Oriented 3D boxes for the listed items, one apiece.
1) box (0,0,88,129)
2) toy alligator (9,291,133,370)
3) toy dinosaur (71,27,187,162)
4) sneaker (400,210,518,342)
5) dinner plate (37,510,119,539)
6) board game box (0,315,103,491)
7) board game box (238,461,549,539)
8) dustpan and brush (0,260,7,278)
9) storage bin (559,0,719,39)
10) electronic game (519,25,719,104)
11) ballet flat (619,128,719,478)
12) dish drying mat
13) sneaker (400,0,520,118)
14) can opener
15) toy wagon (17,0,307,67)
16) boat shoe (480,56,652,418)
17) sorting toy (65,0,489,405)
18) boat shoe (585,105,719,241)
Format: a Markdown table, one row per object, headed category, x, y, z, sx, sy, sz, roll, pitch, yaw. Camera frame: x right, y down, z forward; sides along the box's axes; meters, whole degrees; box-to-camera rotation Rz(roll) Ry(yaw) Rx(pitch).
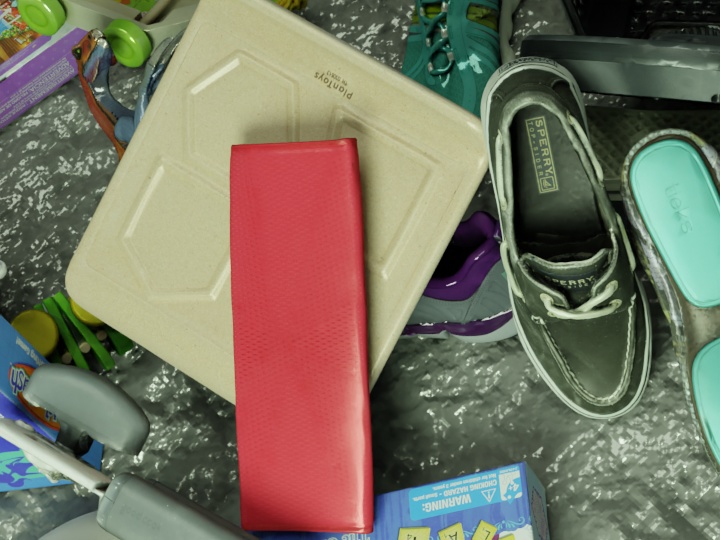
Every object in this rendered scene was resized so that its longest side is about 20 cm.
| category | x | y | z | sx | sy | sz | roll | pitch | yaw |
| --- | --- | --- | --- | --- | --- | --- | --- | --- | --- |
| box | -0.273 | -0.182 | 1.323 | 0.136 | 0.039 | 0.200 | -35 | 53 | -2 |
| toy alligator | -0.148 | 0.027 | 1.136 | 0.199 | 0.059 | 0.055 | -30 | 91 | -12 |
| toy dinosaur | -0.126 | -0.072 | 1.119 | 0.180 | 0.105 | 0.201 | 16 | 60 | 38 |
| sneaker | 0.000 | 0.000 | 1.062 | 0.198 | 0.088 | 0.075 | -9 | 57 | 18 |
| dinner plate | -0.169 | 0.210 | 1.010 | 0.199 | 0.024 | 0.201 | -26 | 41 | 25 |
| board game box | -0.268 | 0.081 | 1.089 | 0.198 | 0.152 | 0.045 | -8 | 58 | 20 |
| board game box | 0.006 | 0.213 | 0.957 | 0.198 | 0.041 | 0.201 | -15 | 56 | 15 |
| dustpan and brush | -0.253 | 0.017 | 1.122 | 0.199 | 0.057 | 0.140 | 0 | 42 | 46 |
| storage bin | 0.172 | -0.209 | 1.044 | 0.134 | 0.200 | 0.095 | 5 | 63 | 26 |
| electronic game | 0.182 | -0.107 | 0.995 | 0.198 | 0.199 | 0.042 | 8 | 96 | 27 |
| ballet flat | 0.188 | 0.023 | 0.965 | 0.071 | 0.072 | 0.202 | -19 | 91 | 11 |
| dish drying mat | -0.031 | 0.034 | 0.984 | 0.076 | 0.018 | 0.202 | -1 | 93 | 21 |
| sneaker | 0.052 | -0.152 | 1.138 | 0.077 | 0.080 | 0.202 | -4 | 60 | 21 |
| can opener | -0.104 | 0.110 | 0.985 | 0.199 | 0.053 | 0.067 | 26 | 88 | 23 |
| toy wagon | -0.122 | -0.194 | 1.243 | 0.198 | 0.040 | 0.156 | 22 | 56 | 21 |
| boat shoe | 0.102 | -0.005 | 0.954 | 0.070 | 0.202 | 0.064 | -16 | 24 | 8 |
| sorting toy | -0.045 | -0.029 | 1.014 | 0.184 | 0.036 | 0.201 | 30 | 102 | 16 |
| boat shoe | 0.179 | -0.045 | 1.030 | 0.198 | 0.062 | 0.075 | 8 | 60 | 10 |
